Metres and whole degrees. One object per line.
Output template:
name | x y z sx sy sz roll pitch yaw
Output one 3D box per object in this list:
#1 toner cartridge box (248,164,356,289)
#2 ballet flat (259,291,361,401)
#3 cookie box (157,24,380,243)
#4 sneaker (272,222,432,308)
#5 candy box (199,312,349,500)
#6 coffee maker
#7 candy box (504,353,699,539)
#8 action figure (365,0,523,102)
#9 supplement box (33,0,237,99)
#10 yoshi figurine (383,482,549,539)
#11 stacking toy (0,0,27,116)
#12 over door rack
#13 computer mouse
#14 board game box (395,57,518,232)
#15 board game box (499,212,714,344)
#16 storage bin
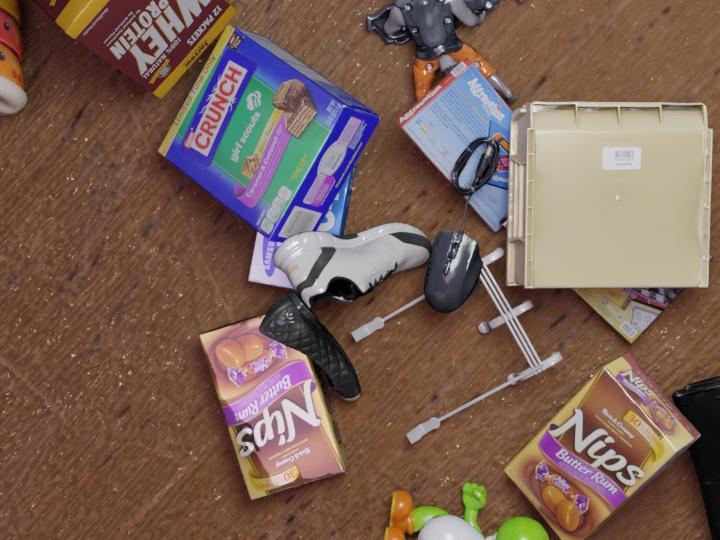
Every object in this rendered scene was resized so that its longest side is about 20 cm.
toner cartridge box | -0.062 -0.077 1.740 0.095 0.043 0.200 10 92 7
ballet flat | -0.053 0.090 1.685 0.057 0.200 0.066 -37 48 -1
cookie box | -0.104 -0.149 1.678 0.200 0.075 0.171 37 103 32
sneaker | 0.000 0.000 1.677 0.080 0.200 0.074 61 141 27
candy box | -0.097 0.149 1.743 0.117 0.056 0.200 -18 91 5
coffee maker | 0.419 0.208 1.623 0.135 0.192 0.200 -18 85 28
candy box | 0.257 0.197 1.643 0.117 0.056 0.200 50 129 17
action figure | 0.112 -0.267 1.690 0.200 0.105 0.194 -22 99 9
supplement box | -0.276 -0.323 1.647 0.133 0.197 0.200 -48 63 5
yoshi figurine | 0.127 0.298 1.698 0.200 0.112 0.113 12 89 3
stacking toy | -0.437 -0.288 1.745 0.146 0.146 0.200 9 77 6
over door rack | 0.111 0.081 1.721 0.200 0.067 0.148 -31 86 19
computer mouse | 0.110 -0.048 1.648 0.059 0.034 0.200 16 103 15
board game box | 0.132 -0.134 1.667 0.103 0.019 0.200 -40 129 6
board game box | 0.273 -0.035 1.697 0.200 0.035 0.136 43 95 -5
storage bin | 0.263 -0.079 1.621 0.200 0.094 0.199 0 95 -5
